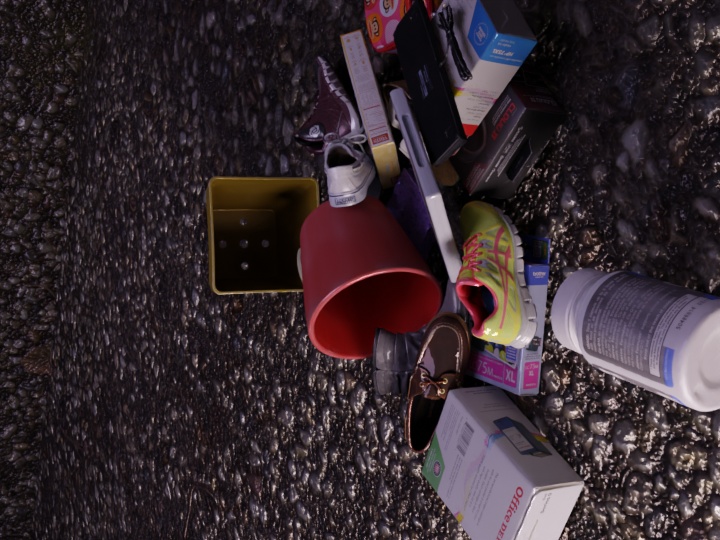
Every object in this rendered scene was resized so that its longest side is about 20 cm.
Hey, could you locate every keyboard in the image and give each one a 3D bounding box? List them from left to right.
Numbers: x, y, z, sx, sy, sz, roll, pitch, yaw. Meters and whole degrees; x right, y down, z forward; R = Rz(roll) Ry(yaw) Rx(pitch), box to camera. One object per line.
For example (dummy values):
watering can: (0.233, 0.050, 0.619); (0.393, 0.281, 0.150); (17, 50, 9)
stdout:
keyboard: (0.095, -0.241, 1.207); (0.127, 0.020, 0.202); (-43, 57, 55)

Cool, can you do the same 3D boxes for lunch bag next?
lunch bag: (0.080, -0.427, 1.449); (0.175, 0.081, 0.203); (-11, 83, 54)

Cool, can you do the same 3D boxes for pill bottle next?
pill bottle: (0.302, 0.064, 1.052); (0.199, 0.113, 0.115); (23, 110, 56)

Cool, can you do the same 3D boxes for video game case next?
video game case: (0.089, -0.109, 1.302); (0.201, 0.023, 0.184); (66, -173, -56)

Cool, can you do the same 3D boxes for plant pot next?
plant pot: (-0.192, -0.055, 1.805); (0.176, 0.198, 0.203); (167, 101, -69)
plant pot: (0.000, 0.000, 1.440); (0.201, 0.198, 0.178); (-61, 37, 39)

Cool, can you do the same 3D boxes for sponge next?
sponge: (0.064, -0.043, 1.521); (0.112, 0.030, 0.201); (56, 134, 41)

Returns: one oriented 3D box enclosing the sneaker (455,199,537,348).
sneaker: (0.155, 0.000, 1.244); (0.078, 0.089, 0.202); (-46, 51, 49)

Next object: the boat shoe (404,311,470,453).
boat shoe: (0.102, 0.155, 1.336); (0.070, 0.070, 0.202); (-56, -24, -60)

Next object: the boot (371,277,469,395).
boot: (0.080, 0.093, 1.381); (0.070, 0.130, 0.202); (-56, -26, -71)

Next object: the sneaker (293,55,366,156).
sneaker: (-0.071, -0.267, 1.645); (0.115, 0.076, 0.201); (-31, 51, 6)

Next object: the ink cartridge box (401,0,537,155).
ink cartridge box: (0.122, -0.254, 1.244); (0.201, 0.067, 0.117); (-55, 46, 41)

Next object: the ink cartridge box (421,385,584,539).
ink cartridge box: (0.178, 0.268, 1.285); (0.200, 0.087, 0.147); (50, 132, 48)

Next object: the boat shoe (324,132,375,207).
boat shoe: (-0.025, -0.163, 1.453); (0.202, 0.074, 0.087); (-75, -26, -67)

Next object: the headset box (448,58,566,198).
headset box: (0.171, -0.203, 1.298); (0.149, 0.074, 0.201); (-59, 44, 39)

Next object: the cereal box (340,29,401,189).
cereal box: (0.019, -0.243, 1.515); (0.144, 0.039, 0.202); (68, -173, -70)

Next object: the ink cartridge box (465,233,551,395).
ink cartridge box: (0.192, 0.051, 1.306); (0.119, 0.042, 0.203); (16, 103, 57)

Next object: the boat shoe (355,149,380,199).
boat shoe: (-0.011, -0.115, 1.577); (0.201, 0.070, 0.092); (-96, 14, -61)

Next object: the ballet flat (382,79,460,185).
ballet flat: (0.081, -0.204, 1.450); (0.068, 0.072, 0.202); (-50, 50, 41)

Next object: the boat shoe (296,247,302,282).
boat shoe: (-0.049, 0.030, 1.681); (0.065, 0.073, 0.201); (-45, 56, 35)
